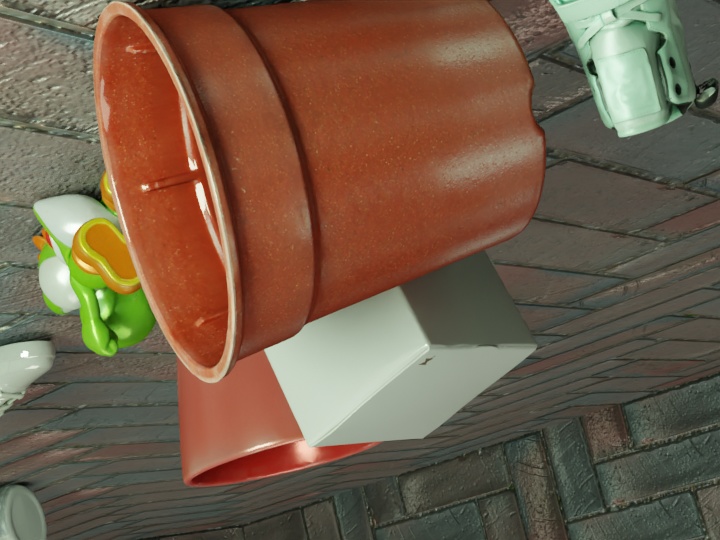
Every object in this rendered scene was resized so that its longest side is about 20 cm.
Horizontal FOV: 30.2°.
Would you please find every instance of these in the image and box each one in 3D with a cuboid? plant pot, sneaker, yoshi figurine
[{"bbox_3d":[-0.019,-0.063,0.723,0.195,0.201,0.201,-16,168,-22],"label":"plant pot"},{"bbox_3d":[-0.084,0.090,1.235,0.200,0.178,0.200,-12,165,-3],"label":"plant pot"},{"bbox_3d":[-0.367,0.146,1.313,0.200,0.116,0.074,-24,161,30],"label":"sneaker"},{"bbox_3d":[0.136,-0.137,0.698,0.074,0.119,0.200,-18,164,22],"label":"sneaker"},{"bbox_3d":[-0.174,0.002,0.970,0.112,0.112,0.200,-14,170,-26],"label":"yoshi figurine"}]

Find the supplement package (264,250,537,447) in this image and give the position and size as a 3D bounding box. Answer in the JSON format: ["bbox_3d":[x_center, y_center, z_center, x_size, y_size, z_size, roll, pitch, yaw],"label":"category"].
[{"bbox_3d":[0.000,0.000,0.881,0.121,0.200,0.120,5,141,-49],"label":"supplement package"}]

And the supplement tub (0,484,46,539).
[{"bbox_3d":[-0.611,0.420,2.112,0.199,0.123,0.122,-18,165,15],"label":"supplement tub"}]
